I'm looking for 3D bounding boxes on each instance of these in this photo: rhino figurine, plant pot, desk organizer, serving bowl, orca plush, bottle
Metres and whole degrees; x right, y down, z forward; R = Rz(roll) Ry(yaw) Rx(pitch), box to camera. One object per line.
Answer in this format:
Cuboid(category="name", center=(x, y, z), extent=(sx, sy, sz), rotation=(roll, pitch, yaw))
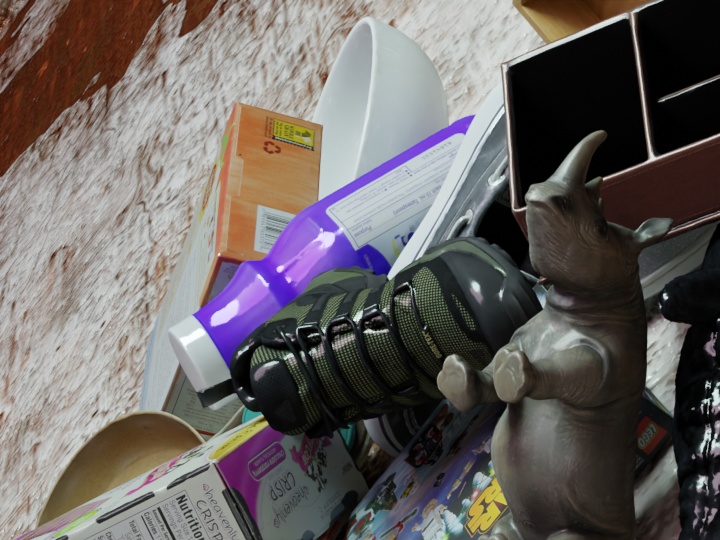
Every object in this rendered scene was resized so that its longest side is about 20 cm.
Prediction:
Cuboid(category="rhino figurine", center=(0.079, 0.043, 0.948), extent=(0.060, 0.087, 0.201), rotation=(19, 105, 50))
Cuboid(category="plant pot", center=(-0.117, 0.175, 1.266), extent=(0.200, 0.027, 0.201), rotation=(-21, 61, 45))
Cuboid(category="desk organizer", center=(0.149, -0.073, 0.971), extent=(0.199, 0.077, 0.072), rotation=(-21, 20, 28))
Cuboid(category="serving bowl", center=(0.006, -0.036, 1.337), extent=(0.200, 0.066, 0.201), rotation=(-166, 90, -79))
Cuboid(category="orca plush", center=(0.132, 0.037, 0.939), extent=(0.105, 0.071, 0.201), rotation=(-17, 41, 61))
Cuboid(category="bottle", center=(0.000, 0.000, 1.198), extent=(0.199, 0.084, 0.065), rotation=(-30, 40, -13))

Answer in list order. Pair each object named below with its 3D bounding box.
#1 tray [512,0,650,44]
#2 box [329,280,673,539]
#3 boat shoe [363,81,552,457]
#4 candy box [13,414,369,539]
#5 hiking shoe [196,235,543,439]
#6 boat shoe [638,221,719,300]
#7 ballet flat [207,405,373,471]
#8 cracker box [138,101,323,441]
Cuboid(category="tray", center=(0.120, -0.147, 1.064), extent=(0.037, 0.099, 0.200), rotation=(-31, -22, -18))
Cuboid(category="box", center=(0.047, 0.111, 1.067), extent=(0.200, 0.040, 0.137), rotation=(-52, 20, 7))
Cuboid(category="boat shoe", center=(0.063, 0.003, 1.145), extent=(0.201, 0.072, 0.068), rotation=(-64, 26, 2))
Cuboid(category="candy box", center=(-0.110, 0.136, 1.134), extent=(0.199, 0.061, 0.136), rotation=(-27, 2, 21))
Cuboid(category="hiking shoe", center=(0.007, 0.042, 1.053), extent=(0.101, 0.076, 0.200), rotation=(-35, 11, -28))
Cuboid(category="boat shoe", center=(0.158, -0.067, 1.068), extent=(0.202, 0.065, 0.075), rotation=(-47, 20, 20))
Cuboid(category="ballet flat", center=(-0.041, 0.097, 1.268), extent=(0.200, 0.062, 0.068), rotation=(-30, 72, 47))
Cuboid(category="cracker box", center=(-0.076, 0.025, 1.352), extent=(0.134, 0.057, 0.200), rotation=(-88, 17, -48))
